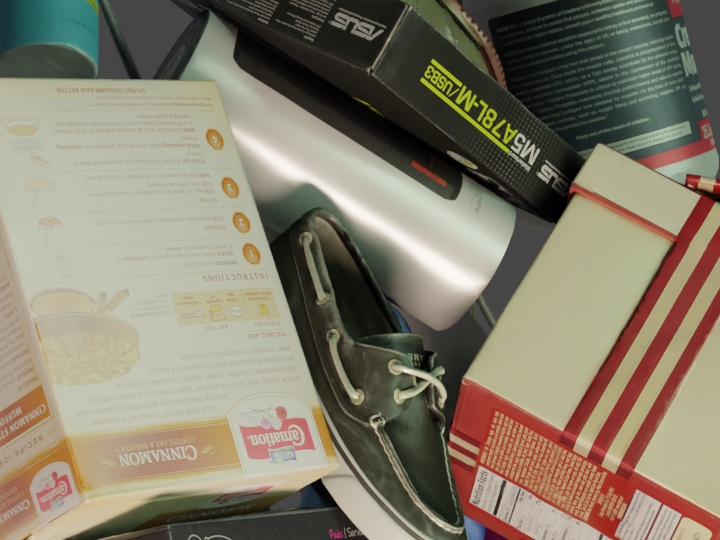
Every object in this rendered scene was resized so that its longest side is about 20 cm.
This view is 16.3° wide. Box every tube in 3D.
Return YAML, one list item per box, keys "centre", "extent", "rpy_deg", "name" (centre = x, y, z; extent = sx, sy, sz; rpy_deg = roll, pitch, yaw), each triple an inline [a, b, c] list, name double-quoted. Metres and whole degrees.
- centre: [-0.156, -0.186, 1.257]
  extent: [0.077, 0.050, 0.201]
  rpy_deg: [40, 42, -55]
  name: "tube"

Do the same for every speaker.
- centre: [-0.018, -0.050, 1.315]
  extent: [0.199, 0.081, 0.081]
  rpy_deg: [32, 47, -13]
  name: "speaker"

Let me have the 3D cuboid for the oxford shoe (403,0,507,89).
- centre: [0.026, -0.141, 1.533]
  extent: [0.075, 0.070, 0.200]
  rpy_deg: [-48, 126, -22]
  name: "oxford shoe"

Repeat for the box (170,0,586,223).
- centre: [0.000, -0.110, 1.343]
  extent: [0.193, 0.199, 0.048]
  rpy_deg: [31, 87, -50]
  name: "box"

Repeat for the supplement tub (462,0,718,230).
- centre: [0.146, -0.137, 1.635]
  extent: [0.140, 0.140, 0.201]
  rpy_deg: [-21, 98, -59]
  name: "supplement tub"

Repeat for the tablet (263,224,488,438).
- centre: [0.000, 0.000, 1.397]
  extent: [0.200, 0.014, 0.130]
  rpy_deg: [51, 32, -1]
  name: "tablet"

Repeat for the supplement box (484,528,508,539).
- centre: [0.121, 0.230, 1.504]
  extent: [0.201, 0.103, 0.101]
  rpy_deg: [61, 36, -23]
  name: "supplement box"

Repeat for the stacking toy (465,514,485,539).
- centre: [0.030, 0.161, 1.406]
  extent: [0.085, 0.085, 0.201]
  rpy_deg: [52, 44, -35]
  name: "stacking toy"

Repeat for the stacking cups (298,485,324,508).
- centre: [-0.017, 0.137, 1.363]
  extent: [0.061, 0.060, 0.201]
  rpy_deg: [50, 36, -38]
  name: "stacking cups"

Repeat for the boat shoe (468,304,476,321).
- centre: [0.034, -0.029, 1.499]
  extent: [0.076, 0.071, 0.202]
  rpy_deg: [-8, 94, -73]
  name: "boat shoe"

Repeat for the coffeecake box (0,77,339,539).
- centre: [-0.114, 0.016, 1.151]
  extent: [0.153, 0.073, 0.201]
  rpy_deg: [-3, 69, -45]
  name: "coffeecake box"

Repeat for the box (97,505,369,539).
- centre: [-0.073, 0.177, 1.175]
  extent: [0.200, 0.131, 0.116]
  rpy_deg: [5, 72, -58]
  name: "box"

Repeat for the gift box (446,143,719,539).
- centre: [0.168, 0.066, 1.351]
  extent: [0.187, 0.199, 0.185]
  rpy_deg: [-58, 173, -26]
  name: "gift box"

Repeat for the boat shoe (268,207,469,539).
- centre: [0.005, 0.058, 1.218]
  extent: [0.071, 0.064, 0.201]
  rpy_deg: [11, 43, -55]
  name: "boat shoe"

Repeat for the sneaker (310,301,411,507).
- centre: [0.014, 0.114, 1.313]
  extent: [0.078, 0.075, 0.202]
  rpy_deg: [17, 65, -68]
  name: "sneaker"
